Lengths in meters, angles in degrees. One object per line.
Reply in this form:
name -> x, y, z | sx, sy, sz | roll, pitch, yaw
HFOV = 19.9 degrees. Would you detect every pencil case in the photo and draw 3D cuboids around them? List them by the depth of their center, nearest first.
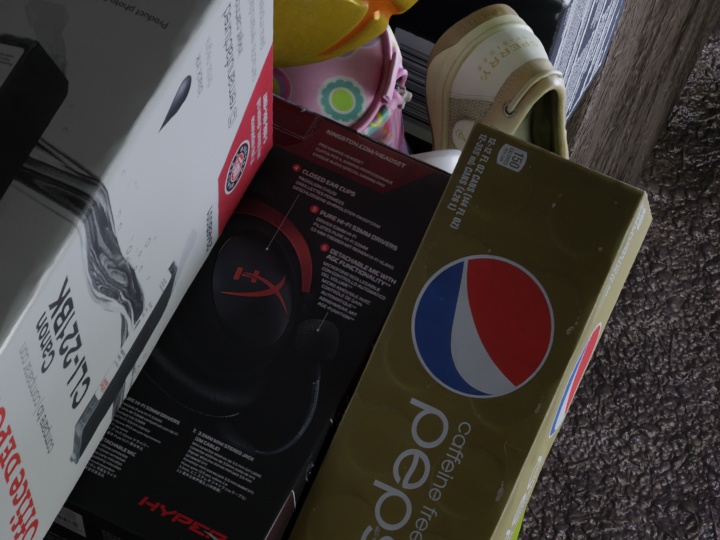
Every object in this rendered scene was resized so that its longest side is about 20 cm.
pencil case -> -0.014, -0.067, 1.004 | 0.088, 0.087, 0.200 | -64, 170, -12

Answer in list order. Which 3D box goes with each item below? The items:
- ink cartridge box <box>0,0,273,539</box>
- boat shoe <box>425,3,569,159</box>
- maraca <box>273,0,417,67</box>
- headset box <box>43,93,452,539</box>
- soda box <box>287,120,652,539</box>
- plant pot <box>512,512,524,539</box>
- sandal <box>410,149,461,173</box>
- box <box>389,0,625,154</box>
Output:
ink cartridge box -> -0.107, -0.015, 0.653 | 0.200, 0.084, 0.144 | -61, 169, -25
boat shoe -> 0.076, -0.044, 1.028 | 0.073, 0.063, 0.201 | -28, 145, -18
maraca -> -0.004, -0.161, 0.780 | 0.200, 0.107, 0.137 | -61, 170, -29
headset box -> -0.062, 0.014, 0.766 | 0.075, 0.148, 0.200 | 94, 22, -63
soda box -> 0.034, 0.054, 0.734 | 0.200, 0.068, 0.064 | -66, 168, -2
plant pot -> -0.049, 0.145, 1.018 | 0.182, 0.199, 0.200 | -54, 165, -24
sandal -> -0.007, 0.001, 1.002 | 0.082, 0.050, 0.203 | -11, 163, -25
box -> 0.074, -0.153, 1.143 | 0.199, 0.123, 0.200 | -55, 167, -40
